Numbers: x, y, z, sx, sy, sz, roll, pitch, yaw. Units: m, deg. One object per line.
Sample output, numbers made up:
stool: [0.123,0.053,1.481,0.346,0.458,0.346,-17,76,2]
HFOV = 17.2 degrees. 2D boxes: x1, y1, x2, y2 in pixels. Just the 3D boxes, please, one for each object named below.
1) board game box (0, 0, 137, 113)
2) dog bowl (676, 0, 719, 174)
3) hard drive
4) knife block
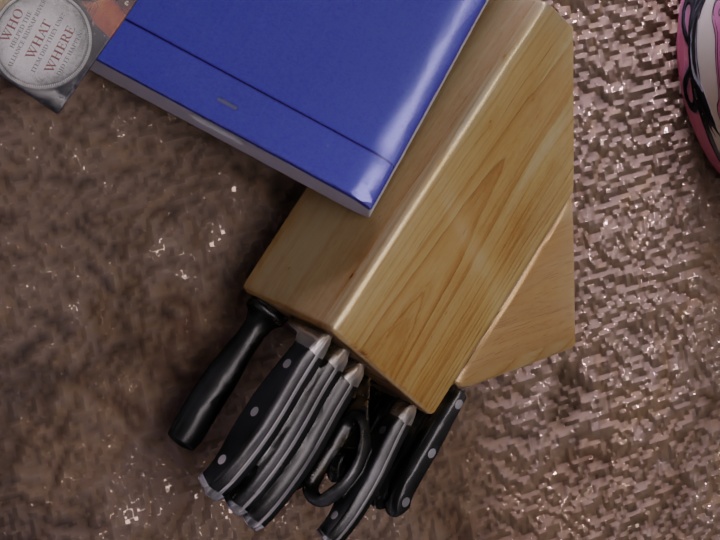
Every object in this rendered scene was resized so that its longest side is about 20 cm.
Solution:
board game box: [-0.108,-0.175,0.840,0.135,0.035,0.200,32,98,-21]
dog bowl: [0.227,-0.102,1.059,0.199,0.074,0.201,-3,95,-29]
hard drive: [-0.007,-0.139,0.915,0.132,0.025,0.200,28,79,3]
knife block: [0.000,0.000,0.925,0.175,0.064,0.201,-17,115,-34]
